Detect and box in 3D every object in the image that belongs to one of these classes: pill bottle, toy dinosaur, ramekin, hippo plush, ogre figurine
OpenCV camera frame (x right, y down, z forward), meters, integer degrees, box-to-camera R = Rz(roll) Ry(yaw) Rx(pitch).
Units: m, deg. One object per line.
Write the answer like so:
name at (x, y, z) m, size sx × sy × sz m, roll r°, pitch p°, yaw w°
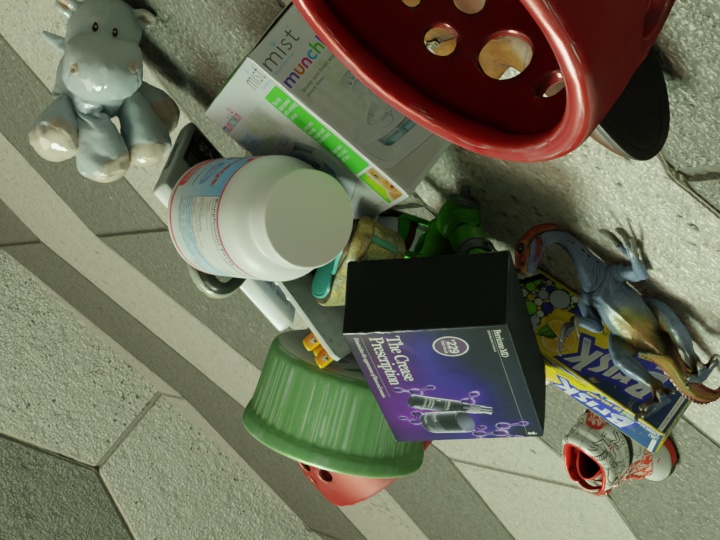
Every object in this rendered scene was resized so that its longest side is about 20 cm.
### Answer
pill bottle at (-0.088, -0.046, 1.307) m, size 0.109 × 0.109 × 0.200 m, roll 46°, pitch 162°, yaw -22°
toy dinosaur at (0.210, 0.039, 1.278) m, size 0.182 × 0.105 × 0.200 m, roll 54°, pitch -176°, yaw 28°
ramekin at (-0.018, 0.136, 1.590) m, size 0.199 × 0.098 × 0.200 m, roll 14°, pitch -168°, yaw -3°
hippo plush at (-0.253, -0.208, 1.563) m, size 0.159 × 0.200 × 0.161 m, roll 11°, pitch 144°, yaw -17°
ogre figurine at (0.075, 0.006, 1.377) m, size 0.098 × 0.120 × 0.200 m, roll 1°, pitch 149°, yaw 3°

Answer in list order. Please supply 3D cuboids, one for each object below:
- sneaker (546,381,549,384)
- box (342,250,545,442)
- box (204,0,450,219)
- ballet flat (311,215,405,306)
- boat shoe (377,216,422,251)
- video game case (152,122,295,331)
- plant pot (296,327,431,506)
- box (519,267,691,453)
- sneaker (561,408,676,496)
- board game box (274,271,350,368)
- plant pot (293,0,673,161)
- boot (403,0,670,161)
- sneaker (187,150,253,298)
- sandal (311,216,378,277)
sneaker at (0.126, 0.089, 1.561) m, size 0.114 × 0.073 × 0.200 m, roll 45°, pitch 139°, yaw -4°
box at (0.078, 0.070, 1.295) m, size 0.141 × 0.079 × 0.200 m, roll -6°, pitch 146°, yaw 14°
box at (-0.025, -0.137, 1.294) m, size 0.176 × 0.097 × 0.200 m, roll 40°, pitch 164°, yaw -9°
ballet flat at (0.000, 0.000, 1.358) m, size 0.071 × 0.071 × 0.200 m, roll 39°, pitch 164°, yaw 0°
boat shoe at (0.029, -0.015, 1.550) m, size 0.066 × 0.070 × 0.200 m, roll 28°, pitch 171°, yaw -41°
video game case at (-0.134, -0.049, 1.585) m, size 0.200 × 0.023 × 0.182 m, roll 48°, pitch -161°, yaw -18°
plant pot at (-0.021, 0.169, 1.886) m, size 0.183 × 0.200 × 0.200 m, roll 46°, pitch 162°, yaw -15°
box at (0.213, 0.080, 1.389) m, size 0.200 × 0.070 × 0.064 m, roll 35°, pitch 163°, yaw 16°
sneaker at (0.257, 0.187, 1.504) m, size 0.067 × 0.108 × 0.202 m, roll 28°, pitch 160°, yaw 32°
board game box at (-0.063, 0.002, 1.586) m, size 0.200 × 0.026 × 0.200 m, roll 53°, pitch -163°, yaw 3°
plant pot at (0.082, -0.186, 0.767) m, size 0.200 × 0.183 × 0.200 m, roll 36°, pitch 163°, yaw 13°
boot at (0.109, -0.141, 1.048) m, size 0.188 × 0.069 × 0.200 m, roll 42°, pitch 164°, yaw -11°
sneaker at (-0.100, -0.066, 1.448) m, size 0.076 × 0.200 × 0.088 m, roll 34°, pitch 161°, yaw -22°
sandal at (-0.024, -0.048, 1.486) m, size 0.076 × 0.043 × 0.200 m, roll 47°, pitch 144°, yaw 31°
